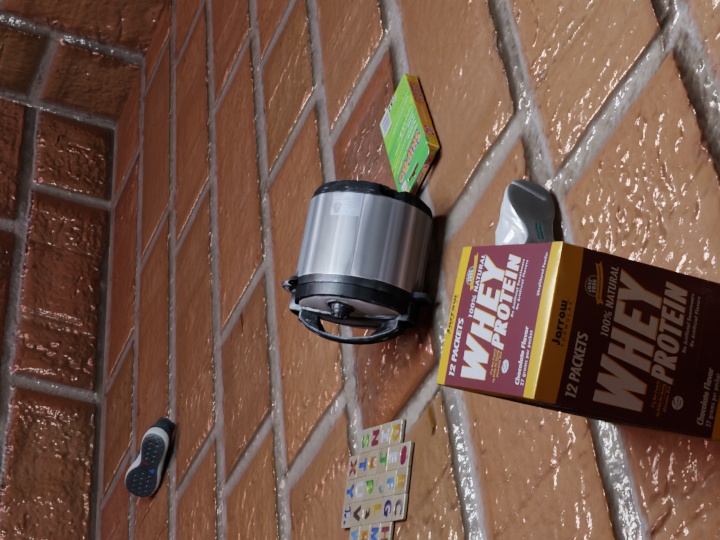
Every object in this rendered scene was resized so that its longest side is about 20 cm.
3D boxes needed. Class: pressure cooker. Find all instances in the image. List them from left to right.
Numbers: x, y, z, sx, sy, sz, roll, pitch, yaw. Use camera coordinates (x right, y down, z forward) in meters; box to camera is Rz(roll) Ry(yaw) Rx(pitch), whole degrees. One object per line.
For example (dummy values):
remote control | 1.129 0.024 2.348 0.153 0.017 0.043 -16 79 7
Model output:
pressure cooker | -0.002 -0.001 1.862 0.175 0.177 0.202 -19 57 59

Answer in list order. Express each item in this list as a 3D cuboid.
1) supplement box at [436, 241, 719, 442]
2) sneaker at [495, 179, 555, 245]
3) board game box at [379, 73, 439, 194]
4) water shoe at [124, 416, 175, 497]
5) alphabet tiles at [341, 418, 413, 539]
supplement box | 0.205 0.063 1.265 0.197 0.198 0.134 178 104 -68
sneaker | 0.186 -0.007 1.559 0.201 0.070 0.081 -89 15 -45
board game box | 0.070 -0.188 2.011 0.201 0.030 0.096 -99 30 -51
water shoe | -0.423 0.386 2.889 0.201 0.071 0.079 -62 -2 37
alphabet tiles | 0.020 0.287 1.869 0.200 0.006 0.168 152 129 -63
